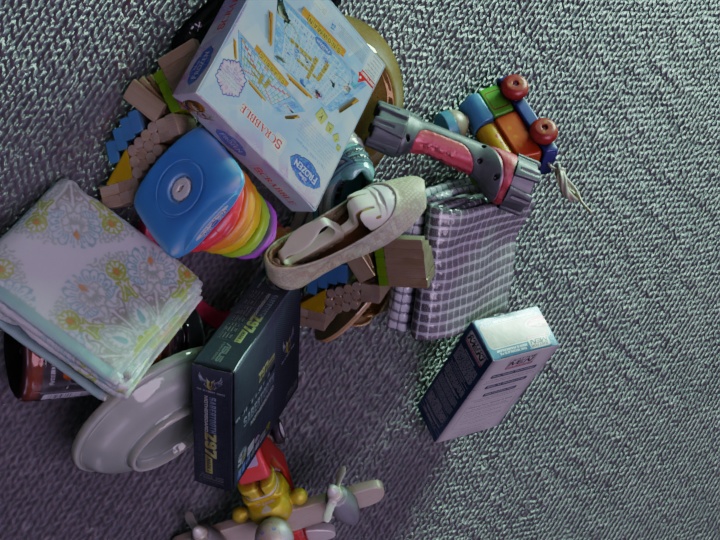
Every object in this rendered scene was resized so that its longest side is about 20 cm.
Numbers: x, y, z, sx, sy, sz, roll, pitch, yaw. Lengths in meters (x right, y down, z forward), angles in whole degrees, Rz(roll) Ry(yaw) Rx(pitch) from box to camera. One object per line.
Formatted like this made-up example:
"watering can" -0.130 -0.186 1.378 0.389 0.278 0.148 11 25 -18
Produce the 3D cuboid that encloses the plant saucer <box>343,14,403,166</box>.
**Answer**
"plant saucer" -0.028 -0.191 1.439 0.199 0.035 0.202 -8 106 -27

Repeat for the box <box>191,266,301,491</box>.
"box" -0.120 0.113 1.359 0.200 0.051 0.159 -58 156 -55

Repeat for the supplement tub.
"supplement tub" -0.270 0.078 1.334 0.198 0.107 0.108 -4 105 -28

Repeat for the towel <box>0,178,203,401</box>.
"towel" -0.276 0.020 1.272 0.199 0.048 0.172 37 49 -2

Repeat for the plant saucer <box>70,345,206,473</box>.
"plant saucer" -0.213 0.164 1.352 0.199 0.050 0.200 -35 161 -14

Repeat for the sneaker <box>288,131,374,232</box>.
"sneaker" -0.030 -0.054 1.425 0.077 0.086 0.201 -6 125 -24

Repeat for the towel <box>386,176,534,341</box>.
"towel" 0.122 -0.017 1.497 0.199 0.085 0.167 -18 118 -50

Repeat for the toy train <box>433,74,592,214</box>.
"toy train" 0.178 -0.129 1.489 0.115 0.201 0.085 -21 154 -15

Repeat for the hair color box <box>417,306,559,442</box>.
"hair color box" 0.153 0.130 1.543 0.099 0.061 0.201 -12 150 -28

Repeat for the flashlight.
"flashlight" 0.103 -0.127 1.424 0.198 0.068 0.069 20 96 -5

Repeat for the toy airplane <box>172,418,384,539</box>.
"toy airplane" -0.098 0.289 1.462 0.198 0.141 0.201 24 114 -15

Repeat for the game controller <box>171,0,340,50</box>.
"game controller" -0.110 -0.273 1.367 0.200 0.042 0.104 -46 117 -11

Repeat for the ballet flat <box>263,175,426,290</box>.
"ballet flat" -0.014 -0.045 1.339 0.199 0.068 0.062 -34 151 -2

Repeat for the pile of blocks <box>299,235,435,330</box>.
"pile of blocks" 0.000 0.000 1.418 0.083 0.199 0.062 59 28 -13

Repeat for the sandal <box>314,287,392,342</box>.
"sandal" 0.033 0.013 1.504 0.070 0.077 0.213 39 77 -30

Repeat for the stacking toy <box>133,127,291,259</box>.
"stacking toy" -0.133 -0.052 1.337 0.116 0.110 0.200 -46 146 8

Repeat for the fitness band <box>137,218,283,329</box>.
"fitness band" -0.160 -0.019 1.414 0.200 0.037 0.144 41 85 -30

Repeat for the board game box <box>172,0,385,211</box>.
"board game box" -0.078 -0.200 1.314 0.200 0.041 0.201 44 60 -38

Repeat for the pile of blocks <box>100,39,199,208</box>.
"pile of blocks" -0.212 -0.153 1.333 0.201 0.082 0.062 -53 167 14
